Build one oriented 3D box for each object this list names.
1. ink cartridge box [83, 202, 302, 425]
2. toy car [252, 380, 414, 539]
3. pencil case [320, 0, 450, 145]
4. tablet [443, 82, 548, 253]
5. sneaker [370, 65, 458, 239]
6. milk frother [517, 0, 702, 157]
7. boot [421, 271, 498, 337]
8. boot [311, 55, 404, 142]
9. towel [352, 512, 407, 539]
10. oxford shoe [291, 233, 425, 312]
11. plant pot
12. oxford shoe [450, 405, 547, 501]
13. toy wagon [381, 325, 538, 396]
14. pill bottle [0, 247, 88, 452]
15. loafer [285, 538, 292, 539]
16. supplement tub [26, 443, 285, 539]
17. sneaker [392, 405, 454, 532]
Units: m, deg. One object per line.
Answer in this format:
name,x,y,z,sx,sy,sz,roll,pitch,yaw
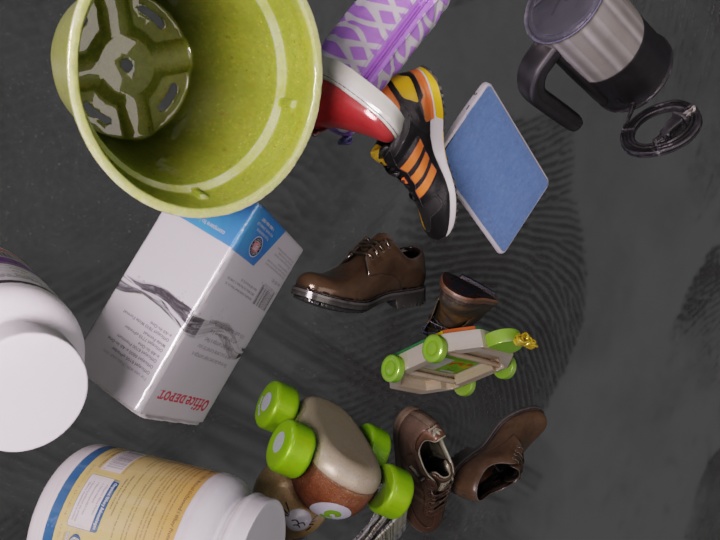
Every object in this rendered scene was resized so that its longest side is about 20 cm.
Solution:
ink cartridge box,-0.151,0.029,0.703,0.203,0.083,0.145,-60,164,-7
toy car,-0.068,0.257,0.848,0.162,0.158,0.202,28,100,-25
pencil case,0.014,-0.235,0.788,0.084,0.085,0.202,40,77,-25
tablet,0.174,-0.129,0.994,0.131,0.014,0.200,-54,130,-12
sneaker,0.054,-0.125,0.874,0.088,0.070,0.204,-18,115,-16
milk frother,0.319,-0.258,0.949,0.186,0.199,0.183,23,94,-39
boot,0.118,0.060,0.930,0.098,0.074,0.200,-63,164,7
boot,-0.066,-0.125,0.694,0.146,0.198,0.072,-59,154,-6
towel,-0.011,0.361,0.937,0.192,0.034,0.201,-44,160,-18
oxford shoe,0.000,0.000,0.855,0.198,0.072,0.086,-7,107,-48
plant pot,-0.159,-0.160,0.610,0.197,0.183,0.205,-12,111,-34
oxford shoe,0.215,0.272,1.108,0.198,0.084,0.074,-34,121,-27
toy wagon,0.126,0.107,0.927,0.153,0.198,0.040,17,53,-42
pill bottle,-0.275,0.055,0.575,0.110,0.199,0.114,-12,112,-33
loafer,-0.112,0.349,0.838,0.070,0.200,0.070,49,34,1
supplement tub,-0.180,0.248,0.689,0.144,0.196,0.148,8,90,-74
sneaker,0.089,0.281,1.015,0.070,0.075,0.204,-27,119,-28
